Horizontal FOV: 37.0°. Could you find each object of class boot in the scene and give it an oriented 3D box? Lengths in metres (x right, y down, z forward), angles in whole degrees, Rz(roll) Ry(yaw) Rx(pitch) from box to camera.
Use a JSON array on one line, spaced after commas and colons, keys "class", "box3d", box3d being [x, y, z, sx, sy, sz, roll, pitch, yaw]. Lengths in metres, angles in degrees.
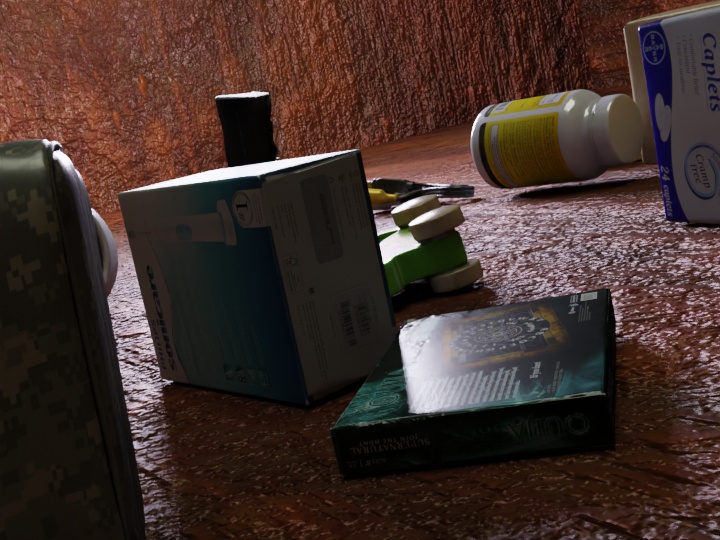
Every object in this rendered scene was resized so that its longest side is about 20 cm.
[{"class": "boot", "box3d": [-0.106, -0.079, 1.089, 0.065, 0.201, 0.165, -13, 10, -8]}]

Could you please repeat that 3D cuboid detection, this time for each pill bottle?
[{"class": "pill bottle", "box3d": [0.250, -0.168, 1.371, 0.200, 0.113, 0.112, -2, 14, 44]}]

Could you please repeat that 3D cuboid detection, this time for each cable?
[{"class": "cable", "box3d": [0.081, -0.103, 1.541, 0.200, 0.050, 0.097, 9, 2, 32]}]

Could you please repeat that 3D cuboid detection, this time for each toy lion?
[{"class": "toy lion", "box3d": [0.000, 0.000, 0.947, 0.191, 0.069, 0.200, -20, 10, -1]}]

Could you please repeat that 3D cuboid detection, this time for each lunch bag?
[{"class": "lunch bag", "box3d": [-0.179, 0.057, 0.419, 0.167, 0.201, 0.139, -10, 6, -10]}]

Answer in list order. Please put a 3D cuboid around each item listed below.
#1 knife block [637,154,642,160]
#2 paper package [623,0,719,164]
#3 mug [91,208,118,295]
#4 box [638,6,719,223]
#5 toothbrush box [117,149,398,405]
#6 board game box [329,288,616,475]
[{"class": "knife block", "box3d": [0.368, -0.195, 1.576, 0.199, 0.064, 0.176, -11, 9, 11]}, {"class": "paper package", "box3d": [0.447, -0.238, 1.339, 0.200, 0.191, 0.103, -6, 9, 28]}, {"class": "mug", "box3d": [-0.346, 0.009, 1.121, 0.200, 0.148, 0.175, -44, 5, -5]}, {"class": "box", "box3d": [0.348, -0.138, 0.907, 0.105, 0.184, 0.200, -15, 10, -25]}, {"class": "toothbrush box", "box3d": [-0.075, 0.003, 0.742, 0.085, 0.147, 0.200, -19, 10, -37]}, {"class": "board game box", "box3d": [0.072, 0.056, 0.598, 0.135, 0.028, 0.200, -10, 10, 16]}]
